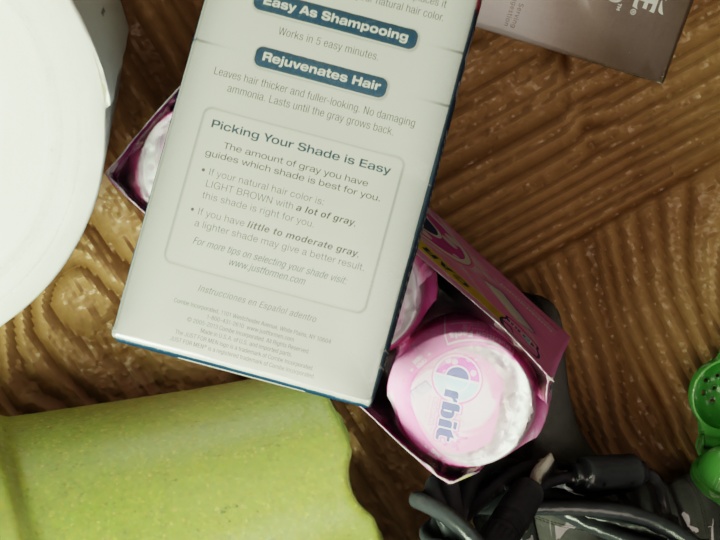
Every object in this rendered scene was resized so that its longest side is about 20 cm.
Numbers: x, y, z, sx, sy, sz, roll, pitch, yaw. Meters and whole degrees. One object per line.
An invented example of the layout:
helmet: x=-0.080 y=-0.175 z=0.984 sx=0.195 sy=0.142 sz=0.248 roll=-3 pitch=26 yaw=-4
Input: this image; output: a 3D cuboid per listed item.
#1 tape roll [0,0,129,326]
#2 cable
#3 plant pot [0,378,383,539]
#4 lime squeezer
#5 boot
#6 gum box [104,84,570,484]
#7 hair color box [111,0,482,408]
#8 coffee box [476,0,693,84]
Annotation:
tape roll: x=-0.201 y=-0.078 z=0.752 sx=0.202 sy=0.139 sz=0.203 roll=-1 pitch=109 yaw=-4
cable: x=0.102 y=0.146 z=0.751 sx=0.163 sy=0.200 sz=0.051 roll=16 pitch=126 yaw=-27
plant pot: x=-0.089 y=0.132 z=0.823 sx=0.184 sy=0.200 sz=0.201 roll=-17 pitch=110 yaw=-11
lime squeezer: x=0.183 y=0.076 z=0.861 sx=0.038 sy=0.071 sz=0.200 roll=17 pitch=64 yaw=-25
boot: x=0.118 y=0.105 z=0.887 sx=0.132 sy=0.070 sz=0.200 roll=-3 pitch=100 yaw=-20
gum box: x=0.000 y=0.000 z=0.777 sx=0.200 sy=0.114 sz=0.066 roll=42 pitch=101 yaw=4
hair color box: x=-0.017 y=-0.057 z=0.688 sx=0.100 sy=0.061 sz=0.200 roll=15 pitch=86 yaw=2
coffee box: x=0.048 y=-0.167 z=0.772 sx=0.200 sy=0.080 sz=0.114 roll=15 pitch=108 yaw=-10
